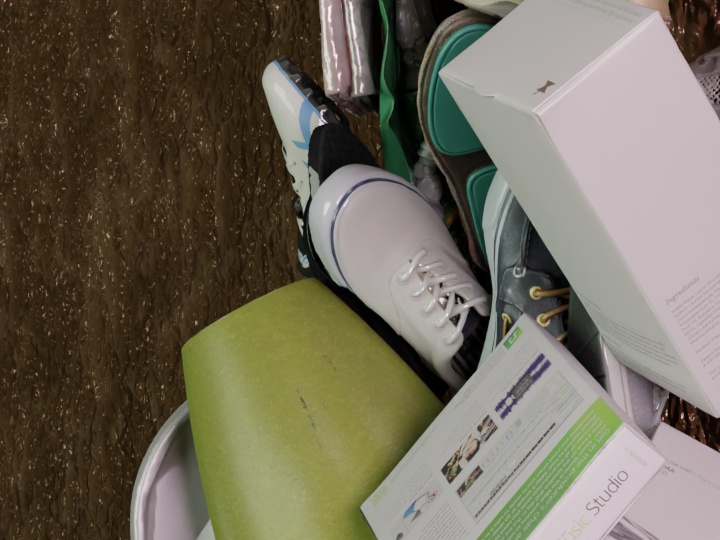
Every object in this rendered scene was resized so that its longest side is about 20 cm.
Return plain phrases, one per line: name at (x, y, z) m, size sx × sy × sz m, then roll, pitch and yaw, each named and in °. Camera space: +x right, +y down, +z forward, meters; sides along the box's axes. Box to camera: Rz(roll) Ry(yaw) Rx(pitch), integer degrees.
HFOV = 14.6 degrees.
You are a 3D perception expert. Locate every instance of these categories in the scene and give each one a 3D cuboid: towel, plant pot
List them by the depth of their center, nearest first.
plant pot at (-0.019, 0.113, 1.659) m, size 0.201 × 0.187 × 0.187 m, roll 63°, pitch 150°, yaw 7°
towel at (-0.002, -0.196, 1.757) m, size 0.200 × 0.032 × 0.192 m, roll -4°, pitch -88°, yaw -85°

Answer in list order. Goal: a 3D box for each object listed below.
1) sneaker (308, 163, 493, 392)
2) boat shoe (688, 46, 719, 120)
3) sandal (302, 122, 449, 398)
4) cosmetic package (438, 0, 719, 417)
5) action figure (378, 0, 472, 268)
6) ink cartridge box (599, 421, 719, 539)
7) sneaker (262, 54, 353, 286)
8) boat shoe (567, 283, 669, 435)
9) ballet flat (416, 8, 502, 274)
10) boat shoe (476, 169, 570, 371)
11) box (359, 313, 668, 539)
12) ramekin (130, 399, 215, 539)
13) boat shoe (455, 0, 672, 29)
sneaker at (0.043, 0.009, 1.640) m, size 0.073 × 0.200 × 0.071 m, roll -51°, pitch 45°, yaw -7°
boat shoe at (0.203, -0.088, 1.398) m, size 0.070 × 0.071 × 0.200 m, roll -63°, pitch 18°, yaw -3°
sandal at (0.000, 0.001, 1.703) m, size 0.201 × 0.048 × 0.075 m, roll 65°, pitch -148°, yaw -32°
cosmetic package at (0.136, -0.036, 1.388) m, size 0.200 × 0.085 × 0.108 m, roll 58°, pitch 168°, yaw -28°
action figure at (0.042, -0.094, 1.707) m, size 0.118 × 0.054 × 0.201 m, roll -35°, pitch -61°, yaw -67°
ink cartridge box at (0.128, 0.195, 1.415) m, size 0.200 × 0.083 × 0.147 m, roll -55°, pitch -7°, yaw -46°
sneaker at (-0.019, -0.040, 1.756) m, size 0.072 × 0.072 × 0.201 m, roll -112°, pitch -3°, yaw -67°
boat shoe at (0.148, 0.013, 1.514) m, size 0.074 × 0.064 × 0.203 m, roll 145°, pitch 121°, yaw -79°
ballet flat at (0.066, -0.083, 1.615) m, size 0.067 × 0.068 × 0.200 m, roll -106°, pitch 4°, yaw -48°
boat shoe at (0.115, 0.025, 1.582) m, size 0.091 × 0.071 × 0.201 m, roll -133°, pitch 41°, yaw -54°
box at (0.074, 0.111, 1.448) m, size 0.144 × 0.036 × 0.200 m, roll -50°, pitch 17°, yaw 5°
ramekin at (-0.055, 0.157, 1.804) m, size 0.094 × 0.201 × 0.203 m, roll -170°, pitch 80°, yaw -76°
boat shoe at (0.103, -0.164, 1.498) m, size 0.200 × 0.075 × 0.072 m, roll 35°, pitch 119°, yaw 47°
